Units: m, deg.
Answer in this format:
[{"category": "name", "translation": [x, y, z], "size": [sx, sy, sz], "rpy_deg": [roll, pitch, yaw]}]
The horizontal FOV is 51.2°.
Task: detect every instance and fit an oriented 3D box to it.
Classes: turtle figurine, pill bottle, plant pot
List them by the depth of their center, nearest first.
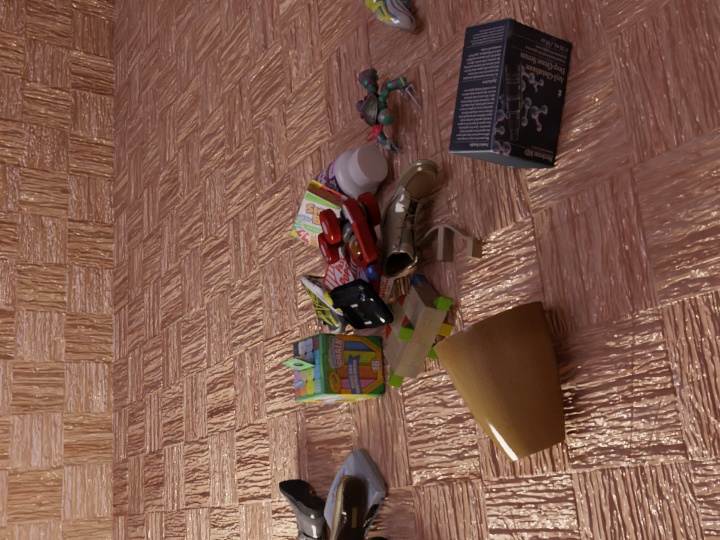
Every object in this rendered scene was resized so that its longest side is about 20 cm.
[{"category": "plant pot", "translation": [0.230, 0.178, 1.148], "size": [0.186, 0.183, 0.205], "rpy_deg": [-36, 68, 47]}, {"category": "turtle figurine", "translation": [0.045, -0.337, 1.557], "size": [0.152, 0.098, 0.201], "rpy_deg": [-66, 32, 25]}, {"category": "pill bottle", "translation": [-0.028, -0.190, 1.626], "size": [0.199, 0.110, 0.115], "rpy_deg": [-31, 60, 50]}]

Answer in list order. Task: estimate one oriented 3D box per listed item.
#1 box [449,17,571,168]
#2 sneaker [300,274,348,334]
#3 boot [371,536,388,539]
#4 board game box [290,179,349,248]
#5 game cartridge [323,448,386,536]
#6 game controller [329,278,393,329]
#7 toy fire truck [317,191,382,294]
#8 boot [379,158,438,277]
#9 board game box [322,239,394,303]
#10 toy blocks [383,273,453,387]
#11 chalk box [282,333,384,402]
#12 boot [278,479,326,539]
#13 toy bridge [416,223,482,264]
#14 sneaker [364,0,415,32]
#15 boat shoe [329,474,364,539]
[{"category": "box", "translation": [0.240, -0.277, 1.204], "size": [0.106, 0.145, 0.206], "rpy_deg": [12, 96, 56]}, {"category": "sneaker", "translation": [-0.087, 0.074, 1.709], "size": [0.199, 0.073, 0.087], "rpy_deg": [39, 117, 51]}, {"category": "boot", "translation": [0.040, 0.639, 1.437], "size": [0.153, 0.072, 0.201], "rpy_deg": [-64, 35, 26]}, {"category": "board game box", "translation": [-0.089, -0.116, 1.640], "size": [0.201, 0.094, 0.030], "rpy_deg": [119, 176, -55]}, {"category": "game cartridge", "translation": [-0.016, 0.485, 1.579], "size": [0.133, 0.041, 0.204], "rpy_deg": [48, 124, 43]}, {"category": "game controller", "translation": [0.000, 0.069, 1.472], "size": [0.042, 0.104, 0.199], "rpy_deg": [-51, 11, -18]}, {"category": "toy fire truck", "translation": [-0.001, -0.040, 1.454], "size": [0.171, 0.110, 0.201], "rpy_deg": [61, 164, 22]}, {"category": "boot", "translation": [0.092, -0.097, 1.432], "size": [0.201, 0.070, 0.158], "rpy_deg": [125, 156, -45]}, {"category": "board game box", "translation": [0.000, 0.000, 1.613], "size": [0.199, 0.045, 0.155], "rpy_deg": [38, 116, 52]}, {"category": "toy blocks", "translation": [0.093, 0.100, 1.436], "size": [0.204, 0.098, 0.137], "rpy_deg": [-67, 26, 23]}, {"category": "chalk box", "translation": [-0.064, 0.202, 1.544], "size": [0.124, 0.196, 0.128], "rpy_deg": [-22, 67, 52]}, {"category": "boot", "translation": [-0.137, 0.572, 1.725], "size": [0.199, 0.068, 0.136], "rpy_deg": [-160, 68, -64]}, {"category": "toy bridge", "translation": [0.158, -0.051, 1.401], "size": [0.198, 0.027, 0.069], "rpy_deg": [-6, 79, 57]}, {"category": "sneaker", "translation": [0.070, -0.574, 1.567], "size": [0.201, 0.074, 0.107], "rpy_deg": [53, 127, 47]}, {"category": "boat shoe", "translation": [-0.031, 0.519, 1.519], "size": [0.076, 0.070, 0.206], "rpy_deg": [167, 114, -66]}]
